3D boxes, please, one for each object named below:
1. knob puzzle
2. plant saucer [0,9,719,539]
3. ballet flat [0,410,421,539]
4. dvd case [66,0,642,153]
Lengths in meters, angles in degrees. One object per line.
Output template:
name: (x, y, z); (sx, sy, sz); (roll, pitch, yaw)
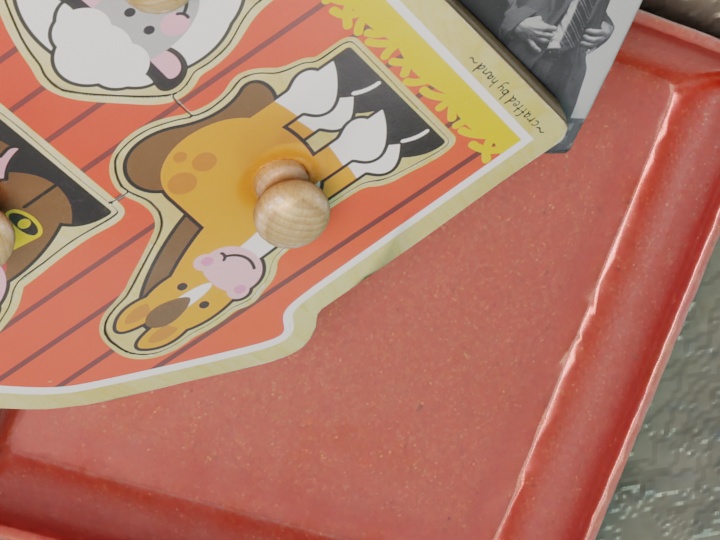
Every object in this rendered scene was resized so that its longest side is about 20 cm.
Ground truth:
knob puzzle: (-0.070, -0.021, 0.753); (0.219, 0.031, 0.220); (-11, 138, -10)
plant saucer: (0.000, 0.000, 0.869); (0.199, 0.037, 0.201); (17, 101, -26)
ballet flat: (-0.056, 0.050, 0.918); (0.199, 0.068, 0.069); (-3, 110, -26)
dvd case: (0.018, -0.111, 0.732); (0.150, 0.025, 0.200); (2, 133, -24)
